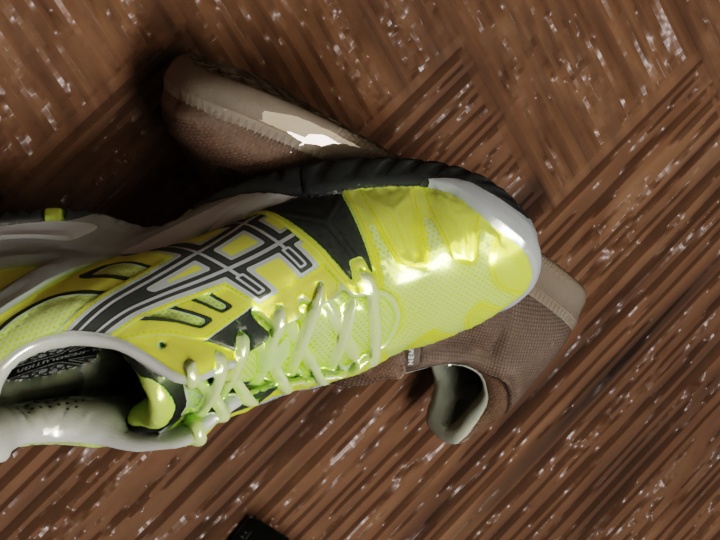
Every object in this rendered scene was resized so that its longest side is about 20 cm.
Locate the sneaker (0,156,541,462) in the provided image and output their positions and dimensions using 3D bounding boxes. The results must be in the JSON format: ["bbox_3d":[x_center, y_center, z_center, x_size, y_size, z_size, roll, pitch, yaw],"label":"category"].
[{"bbox_3d":[-0.040,0.021,0.803,0.199,0.077,0.076,-11,132,-5],"label":"sneaker"}]

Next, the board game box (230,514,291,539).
[{"bbox_3d":[-0.056,0.204,0.943,0.200,0.028,0.135,-52,131,-10],"label":"board game box"}]

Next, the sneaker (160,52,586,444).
[{"bbox_3d":[0.000,0.000,0.877,0.200,0.070,0.076,31,90,-41],"label":"sneaker"}]
